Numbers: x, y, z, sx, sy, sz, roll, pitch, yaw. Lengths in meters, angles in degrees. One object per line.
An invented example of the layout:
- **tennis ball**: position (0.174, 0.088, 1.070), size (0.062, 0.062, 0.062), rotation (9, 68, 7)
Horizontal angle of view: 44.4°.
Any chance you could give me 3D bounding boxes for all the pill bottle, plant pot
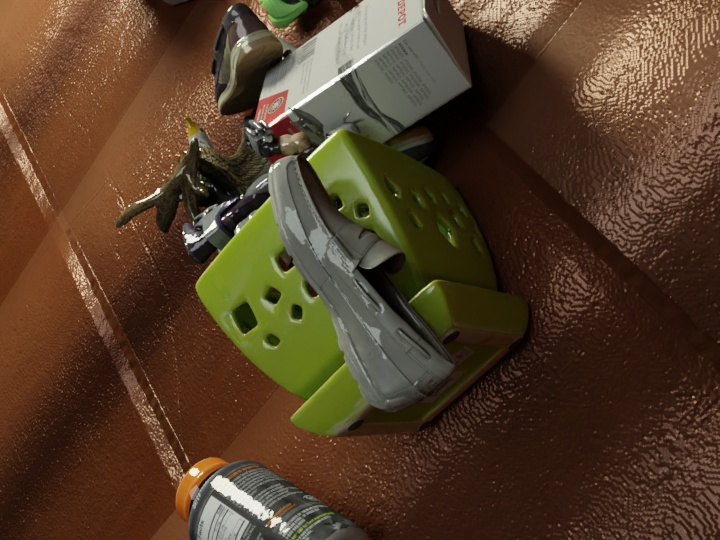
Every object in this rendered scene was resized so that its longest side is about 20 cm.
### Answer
- **pill bottle**: position (-0.092, 0.249, 0.840), size (0.199, 0.106, 0.107), rotation (21, 92, 41)
- **plant pot**: position (0.015, 0.029, 0.757), size (0.199, 0.199, 0.182), rotation (-45, 62, 20)

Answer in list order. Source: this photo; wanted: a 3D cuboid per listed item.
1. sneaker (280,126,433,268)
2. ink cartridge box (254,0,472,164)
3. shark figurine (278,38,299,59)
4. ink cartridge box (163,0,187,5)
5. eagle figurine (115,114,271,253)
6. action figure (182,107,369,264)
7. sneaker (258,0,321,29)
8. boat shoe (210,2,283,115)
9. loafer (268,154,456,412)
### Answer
- **sneaker**: position (0.001, -0.064, 0.881), size (0.199, 0.076, 0.088), rotation (-33, 87, 20)
- **ink cartridge box**: position (0.002, -0.184, 0.844), size (0.199, 0.083, 0.147), rotation (-30, 31, 24)
- **shark figurine**: position (-0.034, -0.234, 0.933), size (0.213, 0.089, 0.130), rotation (-18, 69, 37)
- **ink cartridge box**: position (-0.217, -0.461, 1.171), size (0.099, 0.039, 0.202), rotation (-3, 76, 39)
- **eagle figurine**: position (-0.142, -0.099, 0.941), size (0.150, 0.200, 0.153), rotation (3, 96, 22)
- **action figure**: position (-0.071, -0.072, 0.799), size (0.200, 0.130, 0.070), rotation (-41, 25, 15)
- **sneaker**: position (-0.087, -0.367, 1.030), size (0.083, 0.077, 0.202), rotation (-19, 63, 7)
- **boat shoe**: position (-0.128, -0.226, 0.960), size (0.065, 0.071, 0.200), rotation (67, 166, 4)
- **loafer**: position (0.000, 0.000, 0.625), size (0.069, 0.070, 0.201), rotation (-33, 80, 19)
